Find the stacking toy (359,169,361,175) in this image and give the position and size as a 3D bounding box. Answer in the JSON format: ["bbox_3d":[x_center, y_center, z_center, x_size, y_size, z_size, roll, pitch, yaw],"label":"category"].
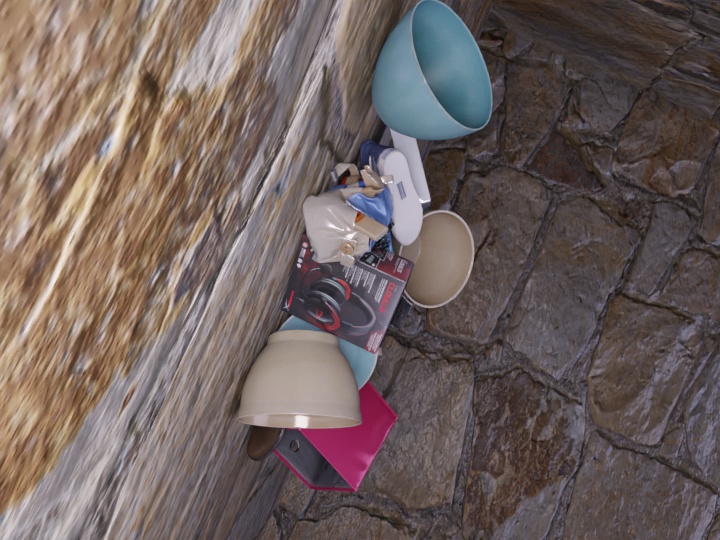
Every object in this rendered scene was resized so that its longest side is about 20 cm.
[{"bbox_3d":[-0.006,-0.098,1.139,0.200,0.115,0.111,-48,161,-27],"label":"stacking toy"}]

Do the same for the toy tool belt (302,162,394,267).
[{"bbox_3d":[0.007,-0.090,0.852,0.201,0.120,0.127,-59,138,-52],"label":"toy tool belt"}]

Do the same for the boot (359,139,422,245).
[{"bbox_3d":[0.057,-0.147,1.083,0.072,0.090,0.203,-30,130,-19],"label":"boot"}]

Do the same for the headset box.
[{"bbox_3d":[-0.013,0.030,0.938,0.075,0.197,0.151,-58,172,-60],"label":"headset box"}]

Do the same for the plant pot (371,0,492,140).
[{"bbox_3d":[0.094,-0.287,0.895,0.133,0.201,0.202,-18,-147,43],"label":"plant pot"}]

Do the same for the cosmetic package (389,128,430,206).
[{"bbox_3d":[0.101,-0.232,1.207,0.151,0.050,0.205,-23,99,-81],"label":"cosmetic package"}]

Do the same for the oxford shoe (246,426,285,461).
[{"bbox_3d":[-0.183,0.287,1.160,0.203,0.072,0.084,-64,151,0],"label":"oxford shoe"}]

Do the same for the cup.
[{"bbox_3d":[0.124,-0.036,1.249,0.142,0.198,0.204,21,-93,57],"label":"cup"}]

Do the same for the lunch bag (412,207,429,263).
[{"bbox_3d":[0.098,-0.081,1.401,0.202,0.167,0.123,-102,-148,-45],"label":"lunch bag"}]

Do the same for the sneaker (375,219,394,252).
[{"bbox_3d":[0.023,-0.070,1.059,0.078,0.090,0.202,-35,127,-16],"label":"sneaker"}]

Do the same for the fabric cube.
[{"bbox_3d":[-0.074,0.350,1.311,0.198,0.197,0.200,-23,-157,50],"label":"fabric cube"}]

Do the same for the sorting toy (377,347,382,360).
[{"bbox_3d":[-0.054,0.189,1.401,0.200,0.194,0.071,103,-18,-76],"label":"sorting toy"}]

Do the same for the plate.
[{"bbox_3d":[-0.065,0.149,1.051,0.026,0.196,0.204,-119,-130,-67],"label":"plate"}]

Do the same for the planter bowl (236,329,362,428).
[{"bbox_3d":[-0.094,0.174,0.928,0.201,0.195,0.138,100,-9,-70],"label":"planter bowl"}]
